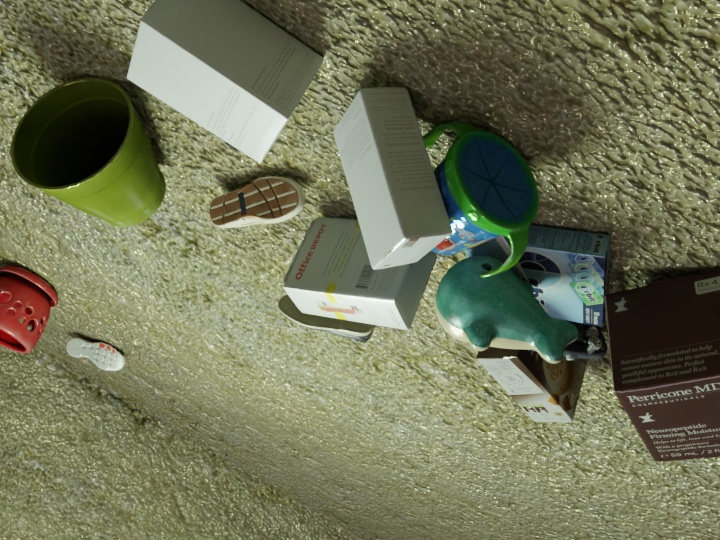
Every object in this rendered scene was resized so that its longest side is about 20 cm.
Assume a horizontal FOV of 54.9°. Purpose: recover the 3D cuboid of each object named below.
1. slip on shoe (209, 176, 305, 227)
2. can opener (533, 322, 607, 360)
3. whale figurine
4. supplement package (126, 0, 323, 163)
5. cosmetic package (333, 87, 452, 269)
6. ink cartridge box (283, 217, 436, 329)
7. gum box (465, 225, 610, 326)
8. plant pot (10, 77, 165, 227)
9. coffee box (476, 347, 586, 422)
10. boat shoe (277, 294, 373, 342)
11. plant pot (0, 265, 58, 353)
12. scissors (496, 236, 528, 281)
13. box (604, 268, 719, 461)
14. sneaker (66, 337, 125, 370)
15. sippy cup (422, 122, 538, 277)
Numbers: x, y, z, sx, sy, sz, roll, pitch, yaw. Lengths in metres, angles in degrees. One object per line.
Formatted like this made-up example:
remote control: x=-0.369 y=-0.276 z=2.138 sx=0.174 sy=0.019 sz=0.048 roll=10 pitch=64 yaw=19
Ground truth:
slip on shoe: x=-0.163 y=-0.108 z=1.148 sx=0.199 sy=0.077 sz=0.060 roll=-12 pitch=174 yaw=35
can opener: x=0.302 y=0.108 z=1.078 sx=0.199 sy=0.064 sz=0.079 roll=7 pitch=155 yaw=-28
whale figurine: x=0.200 y=0.049 z=0.954 sx=0.199 sy=0.159 sz=0.104 roll=27 pitch=134 yaw=29
supplement package: x=-0.169 y=-0.254 z=0.866 sx=0.199 sy=0.118 sz=0.117 roll=32 pitch=150 yaw=-13
cosmetic package: x=0.036 y=-0.114 z=0.855 sx=0.074 sy=0.201 sz=0.102 roll=-9 pitch=164 yaw=-26
ink cartridge box: x=0.000 y=0.000 z=1.094 sx=0.199 sy=0.146 sz=0.084 roll=7 pitch=147 yaw=28
gum box: x=0.261 y=0.003 z=1.023 sx=0.199 sy=0.045 sz=0.170 roll=10 pitch=146 yaw=25
plant pot: x=-0.417 y=-0.170 z=1.125 sx=0.199 sy=0.201 sz=0.193 roll=14 pitch=160 yaw=17
coffee box: x=0.292 y=0.156 z=1.168 sx=0.079 sy=0.115 sz=0.200 roll=-9 pitch=136 yaw=44
boat shoe: x=-0.071 y=0.102 z=1.388 sx=0.199 sy=0.073 sz=0.063 roll=14 pitch=145 yaw=9
plant pot: x=-0.955 y=0.104 z=1.914 sx=0.199 sy=0.183 sz=0.201 roll=18 pitch=148 yaw=11
scissors: x=0.180 y=-0.068 z=0.946 sx=0.200 sy=0.014 sz=0.073 roll=44 pitch=131 yaw=-2
box: x=0.448 y=0.135 z=0.944 sx=0.165 sy=0.165 sz=0.200 roll=-16 pitch=133 yaw=30
sneaker: x=-0.826 y=0.259 z=2.194 sx=0.199 sy=0.078 sz=0.082 roll=20 pitch=176 yaw=9
sippy cup: x=0.132 y=-0.086 z=0.877 sx=0.139 sy=0.179 sz=0.130 roll=21 pitch=148 yaw=-25
